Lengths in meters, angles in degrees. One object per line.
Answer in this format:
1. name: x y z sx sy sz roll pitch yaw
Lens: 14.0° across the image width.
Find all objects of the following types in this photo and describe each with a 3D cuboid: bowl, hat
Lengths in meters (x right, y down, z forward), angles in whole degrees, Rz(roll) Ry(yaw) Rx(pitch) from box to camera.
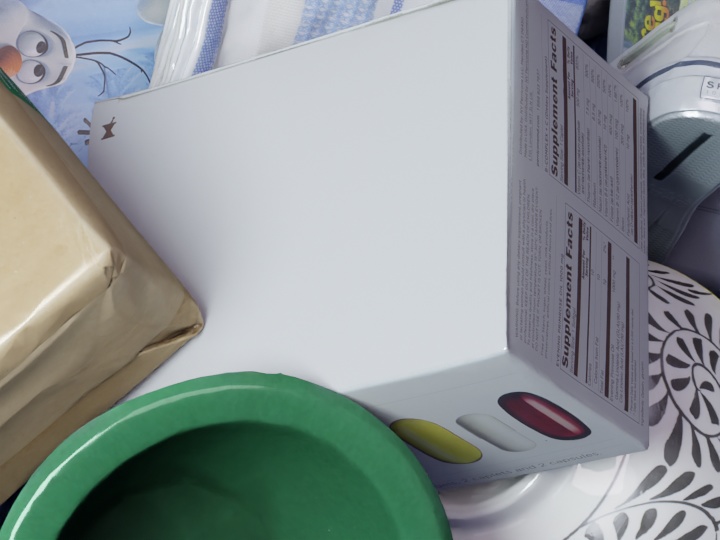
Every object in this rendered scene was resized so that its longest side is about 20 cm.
1. bowl: 0.065 0.073 1.198 0.200 0.094 0.201 -12 65 26
2. hat: -0.075 0.117 1.134 0.200 0.176 0.166 -27 101 -6

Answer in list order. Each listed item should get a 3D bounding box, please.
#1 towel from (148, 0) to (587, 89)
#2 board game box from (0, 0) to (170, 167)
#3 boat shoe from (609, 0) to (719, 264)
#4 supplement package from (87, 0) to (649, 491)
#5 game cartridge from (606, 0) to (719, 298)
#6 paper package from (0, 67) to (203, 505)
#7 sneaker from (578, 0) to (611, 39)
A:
1. towel: 0.012 -0.117 1.232 0.199 0.024 0.147 9 105 -32
2. board game box: -0.109 -0.077 1.272 0.199 0.043 0.200 -9 89 -15
3. boat shoe: 0.118 -0.052 1.245 0.073 0.200 0.067 23 62 -19
4. supplement package: 0.000 0.000 1.140 0.199 0.111 0.156 -14 60 31
5. game cartridge: 0.160 -0.086 1.255 0.041 0.133 0.201 -6 103 -32
6. paper package: -0.194 0.001 1.091 0.191 0.103 0.200 -41 66 -2
7. sneaker: 0.060 -0.142 1.330 0.200 0.076 0.105 -36 77 -15
